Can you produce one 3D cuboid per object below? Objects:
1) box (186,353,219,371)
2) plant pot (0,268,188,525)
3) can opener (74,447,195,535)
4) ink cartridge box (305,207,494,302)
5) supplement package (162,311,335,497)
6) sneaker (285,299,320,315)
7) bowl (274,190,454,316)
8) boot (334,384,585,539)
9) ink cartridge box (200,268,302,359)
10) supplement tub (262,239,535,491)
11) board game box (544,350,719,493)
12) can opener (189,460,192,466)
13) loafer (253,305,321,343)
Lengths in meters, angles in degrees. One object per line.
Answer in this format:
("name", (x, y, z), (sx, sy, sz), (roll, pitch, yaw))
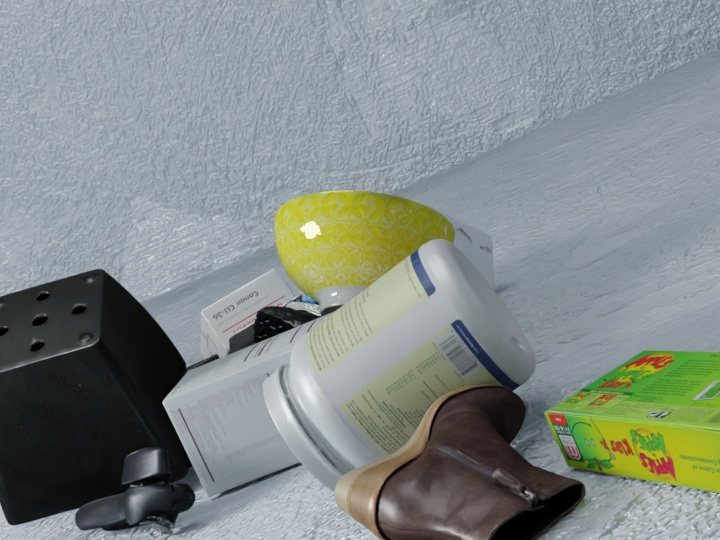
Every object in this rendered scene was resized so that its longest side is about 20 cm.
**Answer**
("box", (-0.260, 0.190, 1.560), (0.141, 0.079, 0.200), (-28, 4, 45))
("plant pot", (-0.308, 0.118, 1.376), (0.200, 0.177, 0.200), (-16, 35, 3))
("can opener", (-0.223, 0.232, 1.281), (0.063, 0.079, 0.200), (16, -29, -26))
("ink cartridge box", (0.049, 0.001, 1.646), (0.200, 0.086, 0.146), (-17, -26, 38))
("supplement package", (-0.077, 0.130, 1.314), (0.200, 0.114, 0.110), (-22, 9, 11))
("sneaker", (-0.038, 0.086, 1.542), (0.077, 0.085, 0.200), (21, -8, -33))
("bowl", (0.000, 0.000, 1.419), (0.200, 0.108, 0.200), (5, -21, 2))
("boot", (0.098, 0.148, 0.940), (0.200, 0.072, 0.166), (-25, 21, -38))
("ink cartridge box", (-0.143, 0.069, 1.686), (0.116, 0.068, 0.200), (-32, -14, -18))
("supplement tub", (0.032, 0.084, 1.103), (0.200, 0.145, 0.145), (-37, 6, 11))
("board game box", (0.223, 0.097, 0.870), (0.102, 0.048, 0.200), (-27, 9, -23))
("can opener", (-0.146, 0.171, 1.445), (0.200, 0.079, 0.063), (-30, 51, -22))
("loafer", (-0.035, 0.086, 1.445), (0.070, 0.068, 0.201), (-7, 23, -45))
